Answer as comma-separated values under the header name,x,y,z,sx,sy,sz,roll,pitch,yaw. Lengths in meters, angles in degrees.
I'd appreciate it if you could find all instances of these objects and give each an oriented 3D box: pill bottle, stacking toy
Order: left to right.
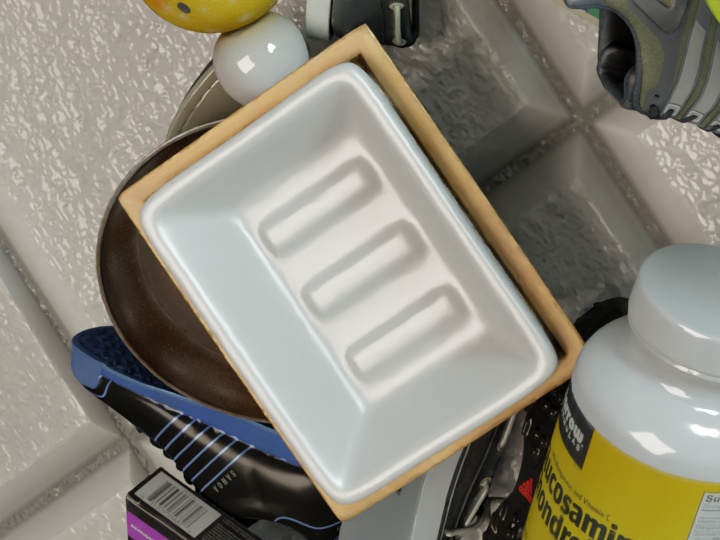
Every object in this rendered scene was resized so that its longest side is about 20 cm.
name,x,y,z,sx,sy,sz,roll,pitch,yaw
stacking toy,-0.076,-0.169,1.282,0.145,0.146,0.201,-13,111,38
pill bottle,0.146,0.092,1.235,0.112,0.112,0.201,29,125,22

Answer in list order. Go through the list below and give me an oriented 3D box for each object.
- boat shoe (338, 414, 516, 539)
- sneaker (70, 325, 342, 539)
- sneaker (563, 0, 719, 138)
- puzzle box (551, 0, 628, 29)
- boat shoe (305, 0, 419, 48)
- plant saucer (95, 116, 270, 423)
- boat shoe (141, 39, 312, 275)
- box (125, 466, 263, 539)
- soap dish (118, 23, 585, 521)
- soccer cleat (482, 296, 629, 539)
name,x,y,z,sx,sy,sz,roll,pitch,yaw
boat shoe,0.043,0.117,1.400,0.074,0.068,0.201,44,125,52
sneaker,-0.087,0.098,1.484,0.199,0.070,0.078,23,116,25
sneaker,0.154,-0.093,1.186,0.081,0.074,0.200,-36,122,2
puzzle box,0.071,-0.215,1.194,0.133,0.025,0.201,38,153,51
boat shoe,0.012,-0.190,1.273,0.060,0.076,0.201,10,144,2
plant saucer,-0.041,-0.005,1.385,0.199,0.032,0.201,2,126,3
boat shoe,-0.079,-0.064,1.409,0.072,0.063,0.201,12,128,-16
box,-0.074,0.223,1.509,0.143,0.036,0.201,33,141,26
soap dish,0.000,0.000,1.285,0.157,0.081,0.201,-34,94,17
soccer cleat,0.120,0.108,1.355,0.068,0.073,0.201,48,122,59
